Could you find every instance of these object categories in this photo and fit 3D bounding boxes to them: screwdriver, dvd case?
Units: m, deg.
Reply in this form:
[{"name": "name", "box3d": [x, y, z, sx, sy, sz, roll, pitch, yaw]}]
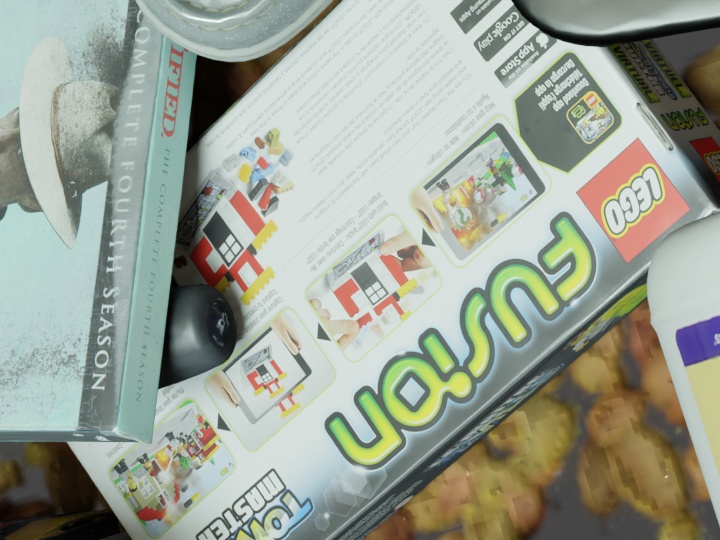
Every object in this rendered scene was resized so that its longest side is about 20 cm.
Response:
[{"name": "screwdriver", "box3d": [-0.120, 0.039, 0.835, 0.199, 0.028, 0.029, -19, 59, 26]}, {"name": "dvd case", "box3d": [-0.136, -0.024, 0.832, 0.199, 0.022, 0.147, 0, 76, 29]}]

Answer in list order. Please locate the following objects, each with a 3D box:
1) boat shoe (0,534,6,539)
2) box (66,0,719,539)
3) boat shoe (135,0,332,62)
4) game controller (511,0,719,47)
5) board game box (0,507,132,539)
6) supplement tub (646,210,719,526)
[{"name": "boat shoe", "box3d": [-0.073, 0.114, 0.771, 0.060, 0.075, 0.200, -47, 69, 20]}, {"name": "box", "box3d": [0.000, 0.000, 0.803, 0.200, 0.035, 0.110, -41, 76, 26]}, {"name": "boat shoe", "box3d": [-0.006, -0.149, 0.751, 0.074, 0.065, 0.203, 32, 98, 13]}, {"name": "game controller", "box3d": [0.123, -0.117, 0.705, 0.199, 0.042, 0.105, -9, 94, 20]}, {"name": "board game box", "box3d": [-0.133, 0.177, 0.886, 0.164, 0.057, 0.201, -8, 92, 28]}, {"name": "supplement tub", "box3d": [0.158, 0.067, 0.661, 0.145, 0.145, 0.201, -20, 87, 29]}]
